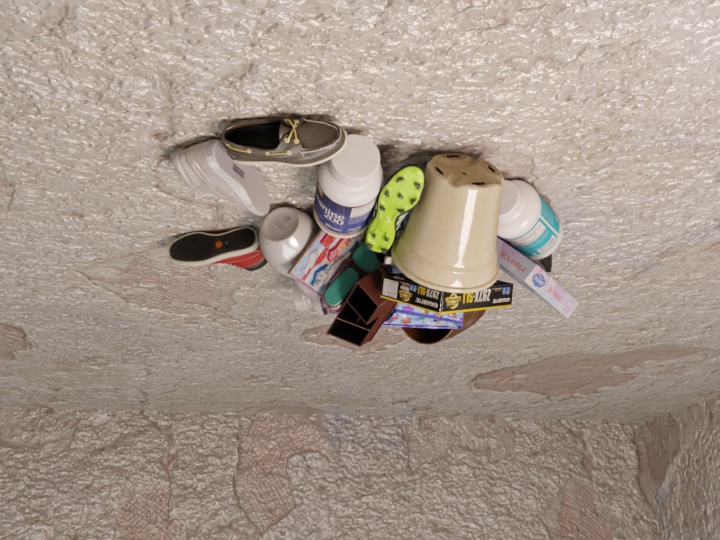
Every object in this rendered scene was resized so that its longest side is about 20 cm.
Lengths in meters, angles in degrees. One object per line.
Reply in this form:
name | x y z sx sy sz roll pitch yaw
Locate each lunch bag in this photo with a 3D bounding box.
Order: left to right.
lunch bag | 0.143 0.039 1.589 0.198 0.152 0.094 7 157 -20

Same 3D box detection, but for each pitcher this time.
pitcher | -0.145 -0.049 1.528 0.171 0.122 0.201 31 163 30

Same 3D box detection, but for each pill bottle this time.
pill bottle | -0.054 0.045 1.758 0.197 0.114 0.112 -6 158 9
pill bottle | -0.021 -0.145 1.295 0.109 0.112 0.200 1 158 -8
pill bottle | 0.305 -0.101 1.435 0.110 0.112 0.199 -15 154 29

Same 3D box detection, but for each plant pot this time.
plant pot | 0.215 0.077 1.813 0.186 0.189 0.199 -21 166 39
plant pot | 0.165 -0.093 1.309 0.198 0.201 0.185 3 123 -12

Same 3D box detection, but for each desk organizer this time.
desk organizer | 0.007 0.084 1.508 0.077 0.072 0.201 -31 161 -37

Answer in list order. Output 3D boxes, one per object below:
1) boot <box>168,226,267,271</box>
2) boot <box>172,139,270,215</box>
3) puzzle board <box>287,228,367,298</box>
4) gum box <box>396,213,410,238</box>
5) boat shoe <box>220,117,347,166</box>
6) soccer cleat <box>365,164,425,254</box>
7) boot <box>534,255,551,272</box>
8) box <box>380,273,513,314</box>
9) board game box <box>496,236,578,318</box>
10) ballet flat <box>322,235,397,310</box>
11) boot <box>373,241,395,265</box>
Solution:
boot | -0.299 -0.029 1.615 0.197 0.073 0.145 -7 159 3
boot | -0.241 -0.157 1.316 0.094 0.074 0.200 -5 150 23
puzzle board | -0.044 -0.046 1.483 0.017 0.201 0.151 38 179 31
gum box | 0.133 -0.063 1.601 0.197 0.045 0.170 3 157 -13
boat shoe | -0.122 -0.206 1.187 0.198 0.073 0.061 -4 162 11
soccer cleat | 0.056 -0.116 1.295 0.067 0.082 0.201 19 135 -9
boot | 0.332 -0.048 1.646 0.130 0.071 0.200 -12 146 32
box | 0.163 0.037 1.405 0.198 0.050 0.159 -3 -171 -41
board game box | 0.307 -0.006 1.472 0.041 0.200 0.199 -52 137 5
ballet flat | 0.000 0.000 1.524 0.200 0.069 0.071 -49 168 1
boot | 0.111 -0.037 1.455 0.172 0.070 0.200 7 -170 -4
